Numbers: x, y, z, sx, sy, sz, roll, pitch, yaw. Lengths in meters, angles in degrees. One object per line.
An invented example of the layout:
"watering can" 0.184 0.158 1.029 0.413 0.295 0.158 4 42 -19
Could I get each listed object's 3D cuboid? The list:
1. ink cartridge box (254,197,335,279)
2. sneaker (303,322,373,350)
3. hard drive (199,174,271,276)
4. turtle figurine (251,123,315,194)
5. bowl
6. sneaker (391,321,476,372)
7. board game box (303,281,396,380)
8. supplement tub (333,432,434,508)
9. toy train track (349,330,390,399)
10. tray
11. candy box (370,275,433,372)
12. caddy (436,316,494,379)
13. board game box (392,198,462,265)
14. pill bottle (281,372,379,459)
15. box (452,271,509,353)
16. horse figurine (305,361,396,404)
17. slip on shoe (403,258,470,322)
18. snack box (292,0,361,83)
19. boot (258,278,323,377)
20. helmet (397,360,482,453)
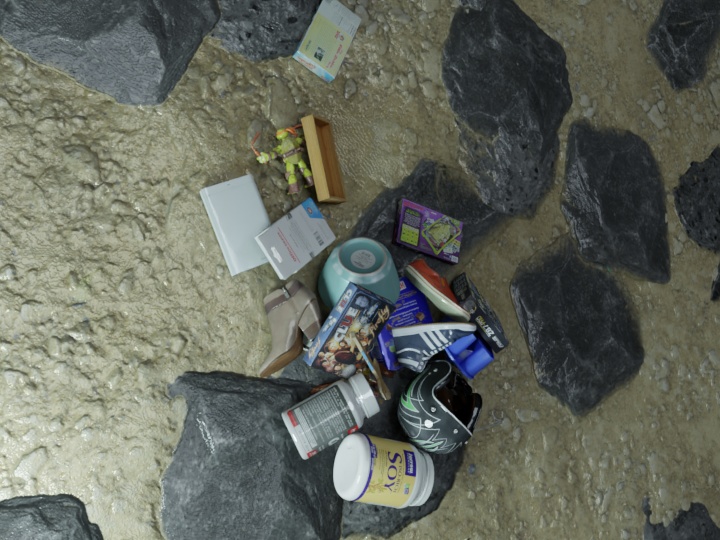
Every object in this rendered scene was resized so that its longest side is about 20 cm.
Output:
"ink cartridge box" -0.159 -0.065 1.668 0.200 0.066 0.117 -41 103 -43
"sneaker" -0.056 0.155 1.701 0.196 0.080 0.075 8 78 -26
"hard drive" -0.269 -0.105 1.664 0.130 0.026 0.203 -22 90 -31
"turtle figurine" -0.156 -0.273 1.737 0.199 0.064 0.164 -33 104 -43
"bowl" 0.000 0.000 1.694 0.196 0.106 0.203 2 49 -3
"sneaker" 0.174 0.177 1.706 0.196 0.070 0.111 -6 85 11
"board game box" -0.023 0.137 1.623 0.134 0.035 0.202 25 100 -41
"supplement tub" 0.053 0.455 1.662 0.197 0.145 0.148 17 72 -25
"toy train track" 0.015 0.215 1.620 0.032 0.115 0.202 -23 124 7
"tray" -0.088 -0.264 1.767 0.098 0.036 0.204 0 78 -67
"candy box" 0.090 0.127 1.791 0.167 0.077 0.204 -16 89 -30
"caddy" 0.249 0.183 1.811 0.104 0.200 0.142 -38 100 13
"board game box" 0.177 -0.099 1.916 0.197 0.032 0.122 19 75 -26
"pill bottle" -0.063 0.315 1.609 0.197 0.114 0.115 -28 94 -10
"box" 0.301 0.103 1.858 0.049 0.200 0.162 -35 102 12
"horse figurine" -0.012 0.276 1.703 0.199 0.050 0.133 -39 82 -13
"slip on shoe" 0.189 0.045 1.746 0.061 0.074 0.200 -41 70 -14
"snack box" -0.083 -0.590 1.863 0.115 0.037 0.203 31 66 -20
"boot" -0.175 0.122 1.639 0.198 0.070 0.147 -35 72 -2
"helmet" 0.180 0.332 1.725 0.199 0.199 0.192 40 54 -16
